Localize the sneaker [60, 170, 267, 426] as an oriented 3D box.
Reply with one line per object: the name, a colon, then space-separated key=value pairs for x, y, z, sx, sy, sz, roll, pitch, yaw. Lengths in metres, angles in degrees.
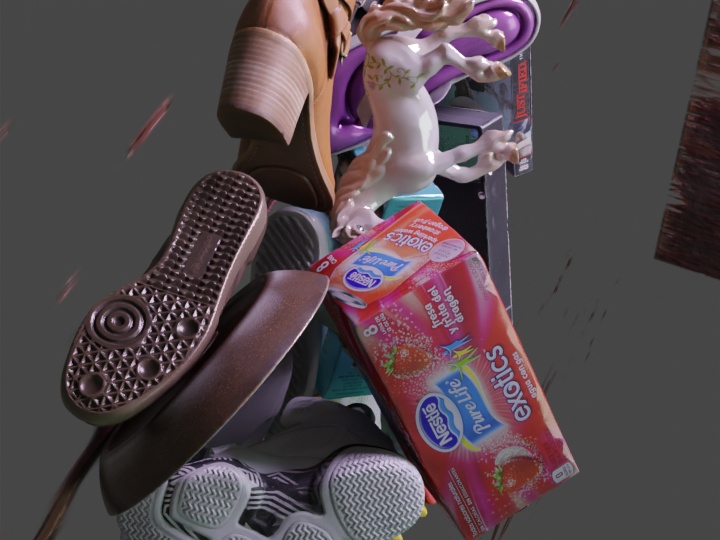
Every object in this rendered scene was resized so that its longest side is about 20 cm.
sneaker: x=-0.113 y=0.029 z=0.940 sx=0.200 sy=0.070 sz=0.076 roll=-57 pitch=166 yaw=-34

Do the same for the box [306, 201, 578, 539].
box: x=0.056 y=0.068 z=1.022 sx=0.095 sy=0.100 sz=0.200 roll=-31 pitch=120 yaw=-6

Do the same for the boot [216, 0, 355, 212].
boot: x=-0.034 y=-0.134 z=1.018 sx=0.200 sy=0.074 sz=0.155 roll=79 pitch=27 yaw=-70

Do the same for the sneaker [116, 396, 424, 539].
sneaker: x=-0.062 y=0.142 z=1.025 sx=0.115 sy=0.200 sz=0.075 roll=-112 pitch=-162 yaw=-72

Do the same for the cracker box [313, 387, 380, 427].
cracker box: x=-0.025 y=0.138 z=1.324 sx=0.200 sy=0.058 sz=0.134 roll=-16 pitch=125 yaw=-57

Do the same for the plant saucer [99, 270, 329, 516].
plant saucer: x=-0.099 y=0.068 z=0.952 sx=0.200 sy=0.032 sz=0.200 roll=-46 pitch=-171 yaw=9

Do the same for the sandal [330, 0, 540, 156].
sandal: x=0.037 y=-0.141 z=1.088 sx=0.082 sy=0.203 sz=0.050 roll=53 pitch=10 yaw=-37

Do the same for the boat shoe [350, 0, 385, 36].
boat shoe: x=0.021 y=-0.234 z=1.102 sx=0.067 sy=0.057 sz=0.200 roll=23 pitch=86 yaw=-74

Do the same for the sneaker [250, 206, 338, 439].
sneaker: x=-0.051 y=0.047 z=1.161 sx=0.082 sy=0.074 sz=0.200 roll=-19 pitch=128 yaw=-66

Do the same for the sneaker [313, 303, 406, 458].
sneaker: x=0.025 y=0.078 z=1.109 sx=0.200 sy=0.074 sz=0.118 roll=29 pitch=61 yaw=-46

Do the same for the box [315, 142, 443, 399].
box: x=0.000 y=0.000 z=1.184 sx=0.049 sy=0.082 sz=0.200 roll=-4 pitch=130 yaw=-28

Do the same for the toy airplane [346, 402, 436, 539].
toy airplane: x=-0.016 y=0.215 z=1.190 sx=0.200 sy=0.141 sz=0.199 roll=-1 pitch=116 yaw=-44

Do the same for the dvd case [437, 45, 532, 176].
dvd case: x=0.084 y=-0.189 z=1.186 sx=0.022 sy=0.146 sz=0.200 roll=-24 pitch=132 yaw=-19

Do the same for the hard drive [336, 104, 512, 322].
hard drive: x=0.051 y=-0.034 z=1.209 sx=0.038 sy=0.140 sz=0.200 roll=-34 pitch=126 yaw=-47

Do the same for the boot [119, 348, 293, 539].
boot: x=-0.109 y=0.134 z=1.102 sx=0.200 sy=0.074 sz=0.096 roll=-60 pitch=170 yaw=-13

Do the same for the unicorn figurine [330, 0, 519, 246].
unicorn figurine: x=0.039 y=-0.093 z=1.052 sx=0.074 sy=0.137 sz=0.200 roll=-70 pitch=153 yaw=-84
